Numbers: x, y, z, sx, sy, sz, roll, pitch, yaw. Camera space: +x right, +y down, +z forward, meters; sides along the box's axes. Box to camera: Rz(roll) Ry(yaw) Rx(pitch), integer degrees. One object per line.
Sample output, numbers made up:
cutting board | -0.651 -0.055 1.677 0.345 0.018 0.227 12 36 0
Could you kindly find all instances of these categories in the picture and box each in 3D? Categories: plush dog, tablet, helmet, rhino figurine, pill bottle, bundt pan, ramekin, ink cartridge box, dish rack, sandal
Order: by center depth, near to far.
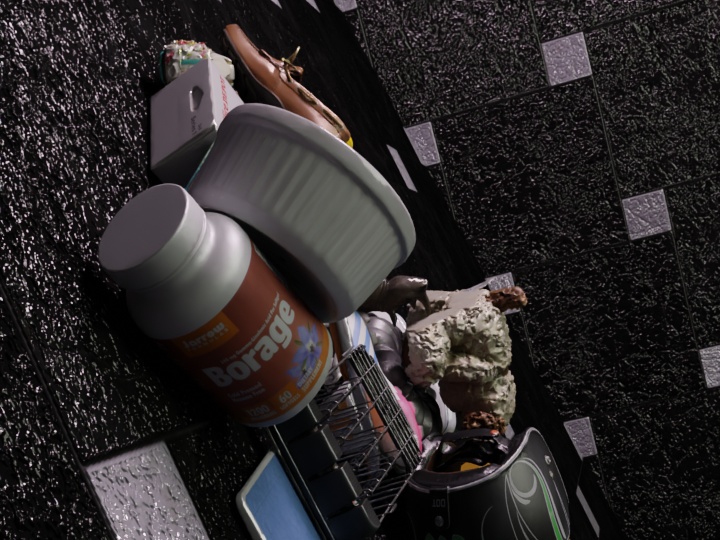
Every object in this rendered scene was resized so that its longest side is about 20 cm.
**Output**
pill bottle | -0.114 0.029 0.858 0.200 0.111 0.113 51 16 -39
ramekin | -0.058 -0.040 0.919 0.200 0.095 0.203 30 -21 12
tablet | -0.052 0.218 0.937 0.132 0.014 0.200 62 13 -4
dish rack | -0.007 0.158 1.025 0.155 0.054 0.200 63 22 -3
ink cartridge box | -0.132 -0.098 1.124 0.201 0.084 0.147 52 15 -36
sandal | -0.026 0.127 1.133 0.079 0.058 0.210 114 -38 -81
helmet | 0.143 0.283 1.206 0.200 0.197 0.193 -80 152 -71
rhino figurine | 0.000 0.000 1.245 0.198 0.088 0.060 31 14 -16
plush dog | 0.141 0.118 1.315 0.200 0.158 0.175 -75 150 -74
bundt pan | 0.039 0.143 1.339 0.203 0.075 0.202 57 12 -19

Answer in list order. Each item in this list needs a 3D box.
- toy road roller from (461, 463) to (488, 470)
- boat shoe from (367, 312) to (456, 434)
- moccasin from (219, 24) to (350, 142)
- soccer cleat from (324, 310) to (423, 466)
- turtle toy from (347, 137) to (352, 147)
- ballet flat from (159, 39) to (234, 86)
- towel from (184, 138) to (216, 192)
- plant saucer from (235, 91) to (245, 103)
toy road roller | 0.190 0.338 1.455 0.201 0.122 0.146 53 4 -35
boat shoe | 0.057 0.143 1.465 0.066 0.074 0.201 15 37 -54
moccasin | -0.091 -0.215 1.263 0.201 0.077 0.074 45 -21 16
soccer cleat | -0.003 0.135 1.204 0.085 0.070 0.202 -9 60 -35
turtle toy | -0.063 -0.146 1.478 0.201 0.101 0.146 55 -9 -18
ballet flat | -0.176 -0.221 1.219 0.200 0.063 0.077 -73 158 -80
towel | -0.105 -0.012 1.024 0.201 0.021 0.148 54 50 -35
plant saucer | -0.102 -0.161 1.316 0.199 0.036 0.201 32 24 -16
